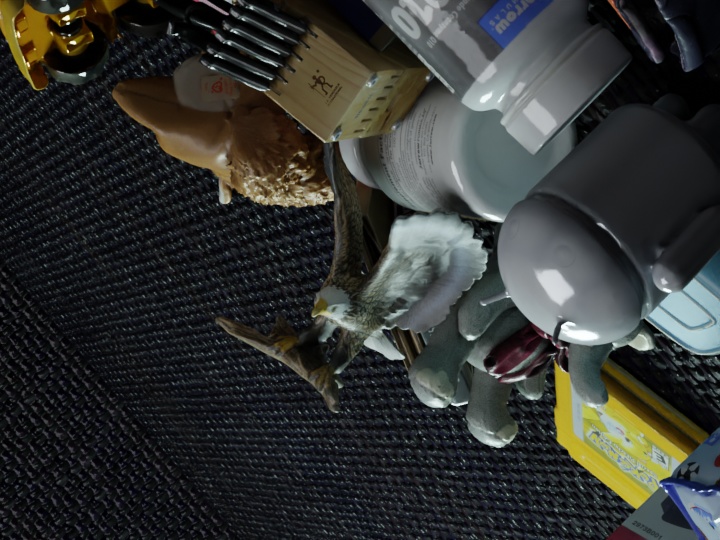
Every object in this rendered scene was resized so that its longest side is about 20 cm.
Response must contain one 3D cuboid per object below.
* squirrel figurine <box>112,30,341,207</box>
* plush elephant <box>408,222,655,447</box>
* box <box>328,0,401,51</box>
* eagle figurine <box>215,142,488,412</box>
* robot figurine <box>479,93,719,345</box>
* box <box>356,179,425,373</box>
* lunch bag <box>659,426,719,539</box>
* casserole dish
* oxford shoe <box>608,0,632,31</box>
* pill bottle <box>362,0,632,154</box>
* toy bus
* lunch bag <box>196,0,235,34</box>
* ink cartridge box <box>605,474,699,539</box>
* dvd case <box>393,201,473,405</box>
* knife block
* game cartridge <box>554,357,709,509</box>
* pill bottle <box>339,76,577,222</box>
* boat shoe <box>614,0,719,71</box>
[{"bbox_3d":[-0.107,-0.116,1.883,0.200,0.141,0.187,43,168,21],"label":"squirrel figurine"},{"bbox_3d":[0.157,0.048,1.615,0.154,0.201,0.165,9,158,29],"label":"plush elephant"},{"bbox_3d":[-0.023,-0.250,1.460,0.200,0.121,0.032,47,120,4],"label":"box"},{"bbox_3d":[0.000,0.002,1.541,0.151,0.201,0.151,22,-162,-18],"label":"eagle figurine"},{"bbox_3d":[0.170,-0.030,1.331,0.169,0.200,0.113,20,148,55],"label":"robot figurine"},{"bbox_3d":[0.033,-0.019,1.714,0.200,0.021,0.164,-79,-31,-63],"label":"box"},{"bbox_3d":[0.337,0.175,1.425,0.200,0.170,0.124,52,164,-13],"label":"lunch bag"},{"bbox_3d":[0.222,-0.001,1.464,0.200,0.039,0.121,39,154,-11],"label":"casserole dish"},{"bbox_3d":[0.149,-0.230,1.209,0.201,0.071,0.073,64,175,-29],"label":"oxford shoe"},{"bbox_3d":[0.081,-0.181,1.358,0.200,0.114,0.114,45,162,4],"label":"pill bottle"},{"bbox_3d":[-0.258,-0.287,1.780,0.192,0.200,0.136,48,162,23],"label":"toy bus"},{"bbox_3d":[-0.059,-0.215,1.649,0.176,0.082,0.200,53,160,-17],"label":"lunch bag"},{"bbox_3d":[0.296,0.215,1.556,0.145,0.200,0.085,29,152,44],"label":"ink cartridge box"},{"bbox_3d":[0.060,-0.008,1.707,0.201,0.025,0.151,-92,-17,-45],"label":"dvd case"},{"bbox_3d":[-0.053,-0.170,1.433,0.175,0.064,0.200,41,-160,13],"label":"knife block"},{"bbox_3d":[0.246,0.159,1.815,0.176,0.032,0.200,39,159,25],"label":"game cartridge"},{"bbox_3d":[0.068,-0.100,1.552,0.115,0.114,0.200,55,160,-22],"label":"pill bottle"},{"bbox_3d":[0.175,-0.205,1.133,0.075,0.093,0.200,22,149,52],"label":"boat shoe"}]
